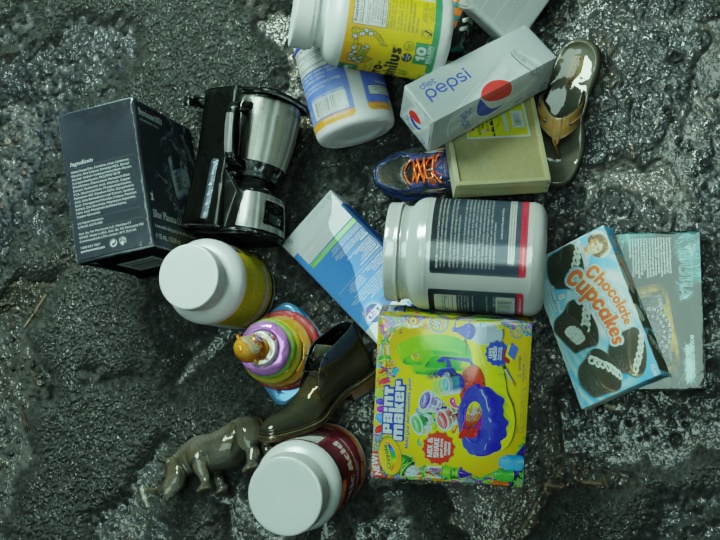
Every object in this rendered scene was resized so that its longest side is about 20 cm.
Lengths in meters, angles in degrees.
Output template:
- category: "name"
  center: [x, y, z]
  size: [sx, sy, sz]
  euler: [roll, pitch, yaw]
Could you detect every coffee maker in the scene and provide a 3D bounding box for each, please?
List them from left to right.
- category: "coffee maker"
  center: [-0.170, -0.137, 1.642]
  size: [0.191, 0.133, 0.203]
  euler: [-1, 76, 55]

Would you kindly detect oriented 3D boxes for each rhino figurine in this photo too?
- category: "rhino figurine"
  center: [-0.208, 0.262, 1.641]
  size: [0.198, 0.060, 0.088]
  euler: [-24, 60, 12]

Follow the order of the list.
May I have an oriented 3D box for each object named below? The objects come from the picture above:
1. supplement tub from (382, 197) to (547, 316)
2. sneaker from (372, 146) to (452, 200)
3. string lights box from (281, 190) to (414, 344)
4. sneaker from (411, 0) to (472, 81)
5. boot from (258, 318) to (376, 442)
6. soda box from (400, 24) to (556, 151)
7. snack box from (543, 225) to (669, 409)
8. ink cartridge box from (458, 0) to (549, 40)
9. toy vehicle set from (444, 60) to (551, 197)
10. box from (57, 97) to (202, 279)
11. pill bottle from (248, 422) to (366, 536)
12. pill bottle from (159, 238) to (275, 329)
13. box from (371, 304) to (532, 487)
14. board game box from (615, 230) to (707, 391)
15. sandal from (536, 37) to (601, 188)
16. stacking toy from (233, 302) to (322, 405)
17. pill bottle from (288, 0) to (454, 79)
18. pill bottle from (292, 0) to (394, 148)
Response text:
- category: "supplement tub"
  center: [0.133, -0.018, 1.499]
  size: [0.197, 0.140, 0.143]
  euler: [4, 85, 8]
- category: "sneaker"
  center: [0.111, -0.136, 1.592]
  size: [0.197, 0.078, 0.077]
  euler: [-4, 83, 13]
- category: "string lights box"
  center: [0.000, 0.000, 1.616]
  size: [0.103, 0.059, 0.200]
  euler: [-46, 76, 6]
- category: "sneaker"
  center: [0.126, -0.338, 1.616]
  size: [0.080, 0.071, 0.200]
  euler: [45, 103, 12]
- category: "boot"
  center: [-0.064, 0.142, 1.554]
  size: [0.074, 0.199, 0.098]
  euler: [3, 115, 48]
- category: "soda box"
  center: [0.149, -0.232, 1.522]
  size: [0.198, 0.064, 0.069]
  euler: [-29, 65, -20]
- category: "snack box"
  center: [0.300, 0.059, 1.517]
  size: [0.115, 0.037, 0.203]
  euler: [-29, 69, 29]
- category: "ink cartridge box"
  center: [0.193, -0.422, 1.559]
  size: [0.173, 0.043, 0.201]
  euler: [37, 88, -25]
- category: "toy vehicle set"
  center: [0.168, -0.187, 1.550]
  size: [0.122, 0.027, 0.203]
  euler: [-2, 59, -5]
- category: "box"
  center: [-0.305, -0.107, 1.631]
  size: [0.116, 0.196, 0.203]
  euler: [-12, 82, 13]
- category: "pill bottle"
  center: [-0.067, 0.265, 1.529]
  size: [0.112, 0.200, 0.116]
  euler: [1, 93, 14]
- category: "pill bottle"
  center: [-0.191, 0.018, 1.590]
  size: [0.109, 0.200, 0.113]
  euler: [-1, 85, 13]
- category: "box"
  center: [0.114, 0.154, 1.511]
  size: [0.189, 0.122, 0.204]
  euler: [2, 95, 4]
- category: "board game box"
  center: [0.371, 0.052, 1.534]
  size: [0.133, 0.028, 0.204]
  euler: [-1, 84, 14]
- category: "sandal"
  center: [0.268, -0.211, 1.572]
  size: [0.081, 0.055, 0.203]
  euler: [19, 89, 15]
- category: "stacking toy"
  center: [-0.121, 0.103, 1.564]
  size: [0.109, 0.200, 0.117]
  euler: [-40, 76, 7]
- category: "pill bottle"
  center: [0.012, -0.310, 1.522]
  size: [0.197, 0.113, 0.115]
  euler: [8, 86, -9]
- category: "pill bottle"
  center: [-0.029, -0.278, 1.624]
  size: [0.110, 0.112, 0.203]
  euler: [-16, 80, 12]
